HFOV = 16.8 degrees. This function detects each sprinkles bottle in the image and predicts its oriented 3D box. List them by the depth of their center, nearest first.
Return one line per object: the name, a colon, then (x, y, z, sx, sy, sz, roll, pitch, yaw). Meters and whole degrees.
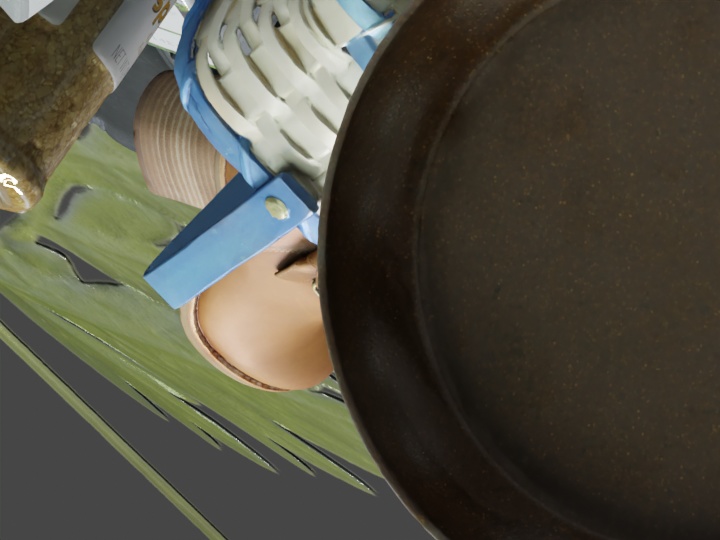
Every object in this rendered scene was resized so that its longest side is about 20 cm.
sprinkles bottle: (-0.082, -0.117, 0.814, 0.068, 0.200, 0.068, 31, 165, 10)

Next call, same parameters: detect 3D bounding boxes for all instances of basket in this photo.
basket: (0.015, -0.069, 0.814, 0.139, 0.176, 0.200, 46, 154, -12)

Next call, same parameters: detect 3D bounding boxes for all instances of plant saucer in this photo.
plant saucer: (0.083, -0.003, 0.665, 0.200, 0.201, 0.034, 27, -166, 23)

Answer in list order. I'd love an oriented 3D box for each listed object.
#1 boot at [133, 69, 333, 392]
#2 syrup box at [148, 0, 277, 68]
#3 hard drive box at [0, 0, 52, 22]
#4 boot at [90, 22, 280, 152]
boot: (0.000, 0.000, 1.027, 0.155, 0.077, 0.200, 17, 142, 29)
syrup box: (-0.092, -0.166, 0.910, 0.079, 0.082, 0.200, 22, 160, 32)
hard drive box: (-0.056, -0.170, 0.666, 0.077, 0.156, 0.200, 50, 165, 5)
boot: (-0.086, -0.092, 1.138, 0.165, 0.066, 0.200, 44, 160, 9)
